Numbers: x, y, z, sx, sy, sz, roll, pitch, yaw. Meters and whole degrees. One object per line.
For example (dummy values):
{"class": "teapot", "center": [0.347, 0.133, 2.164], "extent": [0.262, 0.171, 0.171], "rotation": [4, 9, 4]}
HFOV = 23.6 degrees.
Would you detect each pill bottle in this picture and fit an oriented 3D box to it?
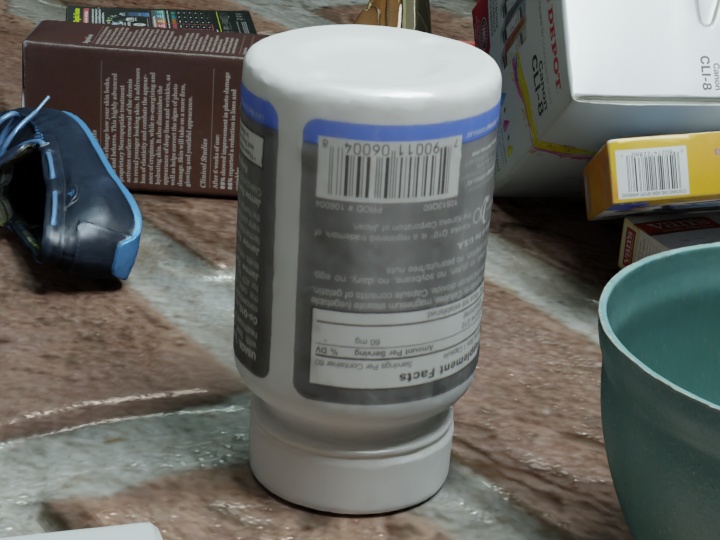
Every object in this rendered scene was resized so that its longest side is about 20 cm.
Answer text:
{"class": "pill bottle", "center": [0.000, 0.000, 0.774], "extent": [0.113, 0.201, 0.114], "rotation": [3, 22, -1]}

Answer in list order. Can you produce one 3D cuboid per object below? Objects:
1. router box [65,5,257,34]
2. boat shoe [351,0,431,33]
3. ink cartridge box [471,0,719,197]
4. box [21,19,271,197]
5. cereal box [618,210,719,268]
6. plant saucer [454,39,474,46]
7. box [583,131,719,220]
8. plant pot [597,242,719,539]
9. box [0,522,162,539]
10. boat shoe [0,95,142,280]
{"class": "router box", "center": [-0.151, -0.148, 1.311], "extent": [0.149, 0.062, 0.200], "rotation": [1, 22, -9]}
{"class": "boat shoe", "center": [0.011, -0.144, 1.152], "extent": [0.068, 0.072, 0.201], "rotation": [-5, 60, 13]}
{"class": "ink cartridge box", "center": [0.170, -0.144, 1.125], "extent": [0.144, 0.146, 0.200], "rotation": [-1, -14, -12]}
{"class": "box", "center": [-0.124, -0.108, 1.167], "extent": [0.199, 0.101, 0.075], "rotation": [4, 21, -2]}
{"class": "cereal box", "center": [0.258, 0.012, 1.003], "extent": [0.143, 0.040, 0.200], "rotation": [-4, 23, -20]}
{"class": "plant saucer", "center": [0.038, -0.150, 1.380], "extent": [0.199, 0.037, 0.200], "rotation": [6, 20, 7]}
{"class": "box", "center": [0.199, -0.055, 1.034], "extent": [0.119, 0.042, 0.200], "rotation": [-5, -3, 3]}
{"class": "plant pot", "center": [0.186, 0.085, 0.678], "extent": [0.199, 0.135, 0.200], "rotation": [3, 22, -1]}
{"class": "box", "center": [-0.139, 0.161, 0.472], "extent": [0.199, 0.107, 0.152], "rotation": [-3, 22, -16]}
{"class": "boat shoe", "center": [-0.195, -0.058, 1.045], "extent": [0.068, 0.084, 0.200], "rotation": [4, 16, -32]}
